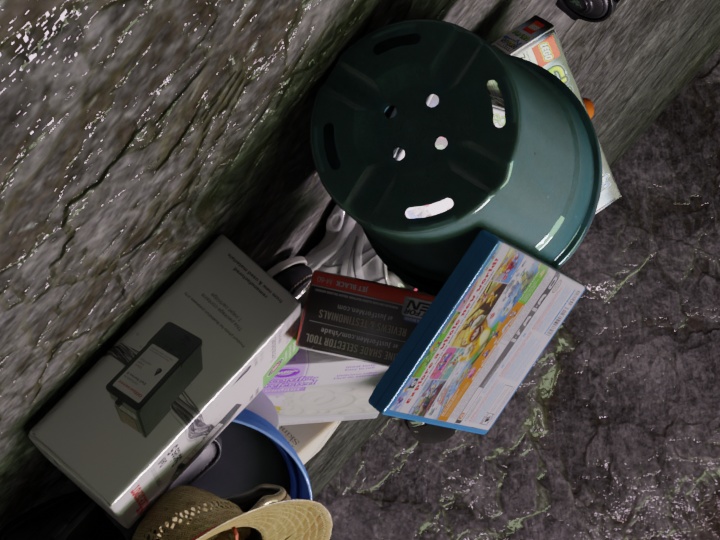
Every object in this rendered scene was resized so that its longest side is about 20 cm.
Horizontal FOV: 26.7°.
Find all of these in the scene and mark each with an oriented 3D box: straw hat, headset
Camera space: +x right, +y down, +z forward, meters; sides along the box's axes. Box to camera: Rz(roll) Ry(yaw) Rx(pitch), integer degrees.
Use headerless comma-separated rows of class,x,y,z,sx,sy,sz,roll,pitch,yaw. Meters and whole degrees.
straw hat,-0.128,0.213,1.176,0.201,0.085,0.201,-28,147,-20
headset,0.244,-0.280,1.406,0.124,0.094,0.200,-50,-178,7

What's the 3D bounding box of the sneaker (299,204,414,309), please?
sneaker,0.000,0.000,1.388,0.078,0.099,0.200,-40,167,-44

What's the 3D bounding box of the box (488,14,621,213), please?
box,0.156,-0.119,1.378,0.110,0.035,0.200,-34,125,-7

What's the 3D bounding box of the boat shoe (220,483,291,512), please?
boat shoe,-0.150,0.223,1.262,0.200,0.068,0.075,-11,-158,-11

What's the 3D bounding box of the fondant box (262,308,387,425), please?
fondant box,-0.044,0.094,1.457,0.144,0.058,0.200,-4,158,-9

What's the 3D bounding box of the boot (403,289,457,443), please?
boot,0.059,0.043,1.440,0.138,0.077,0.200,-121,-138,-61

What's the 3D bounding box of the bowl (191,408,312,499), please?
bowl,-0.142,0.200,1.309,0.201,0.201,0.039,-52,-156,17

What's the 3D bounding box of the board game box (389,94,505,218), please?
board game box,0.099,-0.087,1.305,0.200,0.035,0.126,12,114,-38

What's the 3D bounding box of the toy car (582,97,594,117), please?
toy car,0.146,-0.106,1.483,0.200,0.150,0.175,-50,171,7

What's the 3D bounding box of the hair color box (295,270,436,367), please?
hair color box,0.012,0.042,1.209,0.200,0.111,0.064,104,-2,-89

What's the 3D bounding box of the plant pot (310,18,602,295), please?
plant pot,0.063,-0.085,1.101,0.200,0.200,0.196,-50,164,6

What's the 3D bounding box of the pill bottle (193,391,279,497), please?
pill bottle,-0.158,0.190,1.394,0.200,0.111,0.111,-54,170,30

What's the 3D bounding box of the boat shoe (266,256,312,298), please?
boat shoe,-0.095,0.054,1.290,0.200,0.060,0.074,-39,166,-48

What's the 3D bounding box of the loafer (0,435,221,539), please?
loafer,-0.193,0.192,1.213,0.200,0.070,0.068,-33,134,-12

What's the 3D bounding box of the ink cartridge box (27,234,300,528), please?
ink cartridge box,-0.140,0.088,1.134,0.200,0.084,0.146,-47,171,-14

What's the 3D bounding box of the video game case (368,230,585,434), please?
video game case,0.090,0.051,1.109,0.143,0.018,0.200,-56,154,6

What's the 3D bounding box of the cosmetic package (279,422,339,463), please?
cosmetic package,-0.111,0.176,1.588,0.073,0.104,0.200,-56,170,31
